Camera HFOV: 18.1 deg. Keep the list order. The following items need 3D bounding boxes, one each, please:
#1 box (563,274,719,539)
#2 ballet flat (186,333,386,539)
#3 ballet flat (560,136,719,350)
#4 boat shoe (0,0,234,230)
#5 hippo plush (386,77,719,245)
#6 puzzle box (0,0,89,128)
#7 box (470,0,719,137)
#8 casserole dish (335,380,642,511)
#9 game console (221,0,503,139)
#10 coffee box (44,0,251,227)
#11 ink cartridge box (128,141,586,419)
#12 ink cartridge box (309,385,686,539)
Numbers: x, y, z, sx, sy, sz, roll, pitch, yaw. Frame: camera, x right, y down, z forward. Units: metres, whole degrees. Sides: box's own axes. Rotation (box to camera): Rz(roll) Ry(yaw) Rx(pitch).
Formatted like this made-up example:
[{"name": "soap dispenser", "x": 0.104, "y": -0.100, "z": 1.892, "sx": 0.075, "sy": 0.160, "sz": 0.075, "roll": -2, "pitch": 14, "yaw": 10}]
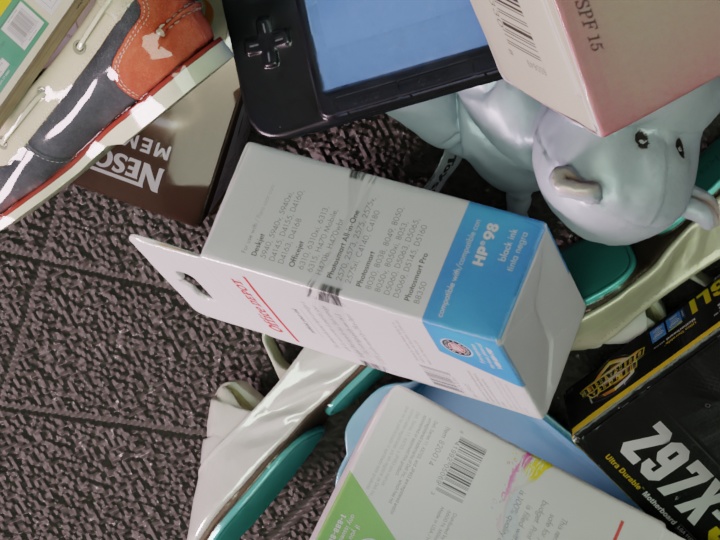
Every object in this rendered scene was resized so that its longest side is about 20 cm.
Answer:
[{"name": "box", "x": 0.227, "y": 0.090, "z": 1.166, "sx": 0.160, "sy": 0.049, "sz": 0.200, "roll": -37, "pitch": 114, "yaw": 18}, {"name": "ballet flat", "x": -0.038, "y": 0.066, "z": 1.212, "sx": 0.069, "sy": 0.069, "sz": 0.200, "roll": 40, "pitch": 104, "yaw": -7}, {"name": "ballet flat", "x": 0.155, "y": -0.002, "z": 1.163, "sx": 0.200, "sy": 0.069, "sz": 0.069, "roll": -36, "pitch": 100, "yaw": 16}, {"name": "boat shoe", "x": -0.142, "y": -0.076, "z": 1.067, "sx": 0.200, "sy": 0.071, "sz": 0.063, "roll": -33, "pitch": 100, "yaw": 39}, {"name": "hippo plush", "x": 0.083, "y": -0.079, "z": 1.068, "sx": 0.159, "sy": 0.161, "sz": 0.200, "roll": 10, "pitch": 109, "yaw": -28}, {"name": "puzzle box", "x": -0.169, "y": -0.166, "z": 1.000, "sx": 0.133, "sy": 0.025, "sz": 0.200, "roll": 42, "pitch": 115, "yaw": 3}, {"name": "box", "x": 0.139, "y": -0.162, "z": 0.910, "sx": 0.200, "sy": 0.109, "sz": 0.128, "roll": -28, "pitch": 115, "yaw": -9}, {"name": "casserole dish", "x": 0.080, "y": 0.128, "z": 1.224, "sx": 0.200, "sy": 0.039, "sz": 0.121, "roll": 38, "pitch": 108, "yaw": -7}, {"name": "game console", "x": 0.001, "y": -0.163, "z": 0.989, "sx": 0.200, "sy": 0.118, "sz": 0.171, "roll": -14, "pitch": 84, "yaw": 25}, {"name": "coffee box", "x": -0.095, "y": -0.138, "z": 1.138, "sx": 0.114, "sy": 0.080, "sz": 0.200, "roll": 19, "pitch": 109, "yaw": 2}, {"name": "ink cartridge box", "x": 0.000, "y": 0.000, "z": 1.112, "sx": 0.200, "sy": 0.116, "sz": 0.067, "roll": 16, "pitch": 74, "yaw": 21}, {"name": "ink cartridge box", "x": 0.076, "y": 0.159, "z": 1.149, "sx": 0.200, "sy": 0.067, "sz": 0.117, "roll": 28, "pitch": 68, "yaw": 0}]
